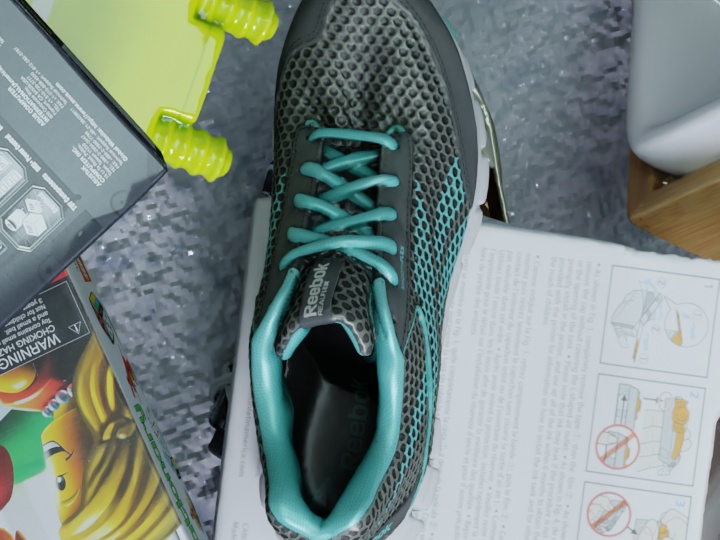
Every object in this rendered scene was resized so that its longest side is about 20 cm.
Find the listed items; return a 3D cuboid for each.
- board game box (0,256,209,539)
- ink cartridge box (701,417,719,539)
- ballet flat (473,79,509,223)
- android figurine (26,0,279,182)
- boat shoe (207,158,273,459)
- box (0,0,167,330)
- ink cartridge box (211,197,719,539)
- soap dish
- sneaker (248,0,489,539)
[{"bbox_3d":[-0.153,0.089,0.621,0.199,0.035,0.127,-25,89,1],"label":"board game box"},{"bbox_3d":[0.186,0.090,0.806,0.146,0.085,0.200,49,60,-14],"label":"ink cartridge box"},{"bbox_3d":[0.037,-0.018,0.788,0.067,0.062,0.202,-17,92,-20],"label":"ballet flat"},{"bbox_3d":[-0.124,-0.087,0.622,0.199,0.041,0.184,22,88,-16],"label":"android figurine"},{"bbox_3d":[-0.026,0.055,0.781,0.067,0.072,0.202,-11,103,-18],"label":"boat shoe"},{"bbox_3d":[-0.175,-0.049,0.563,0.158,0.051,0.200,-43,100,0],"label":"box"},{"bbox_3d":[0.051,0.064,0.719,0.198,0.050,0.164,8,93,4],"label":"ink cartridge box"},{"bbox_3d":[0.195,-0.092,0.752,0.199,0.158,0.081,-25,121,27],"label":"soap dish"},{"bbox_3d":[0.000,0.000,0.653,0.077,0.091,0.202,1,90,7],"label":"sneaker"}]
